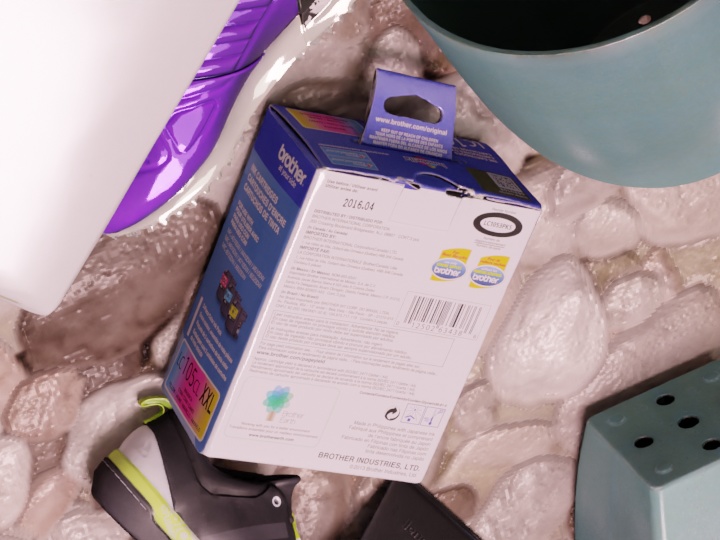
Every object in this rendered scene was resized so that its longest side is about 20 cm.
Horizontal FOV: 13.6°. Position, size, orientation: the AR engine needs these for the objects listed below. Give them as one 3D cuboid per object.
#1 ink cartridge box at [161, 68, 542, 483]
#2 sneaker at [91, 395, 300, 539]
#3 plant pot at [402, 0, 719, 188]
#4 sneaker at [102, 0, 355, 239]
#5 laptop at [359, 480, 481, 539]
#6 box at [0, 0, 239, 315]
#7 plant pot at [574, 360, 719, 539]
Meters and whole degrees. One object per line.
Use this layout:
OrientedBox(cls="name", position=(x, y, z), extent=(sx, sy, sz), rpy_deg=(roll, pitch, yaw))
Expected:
OrientedBox(cls="ink cartridge box", position=(0.000, 0.000, 1.520), extent=(0.136, 0.076, 0.200), rpy_deg=(10, 116, -31))
OrientedBox(cls="sneaker", position=(-0.050, 0.145, 1.560), extent=(0.200, 0.072, 0.083), rpy_deg=(45, 82, -14))
OrientedBox(cls="plant pot", position=(0.130, -0.134, 1.435), extent=(0.200, 0.201, 0.161), rpy_deg=(-35, 139, -3))
OrientedBox(cls="sneaker", position=(-0.085, -0.113, 1.420), extent=(0.099, 0.070, 0.200), rpy_deg=(36, 95, -31))
OrientedBox(cls="laptop", position=(-0.008, 0.238, 1.707), extent=(0.200, 0.116, 0.187), rpy_deg=(-24, 133, 26))
OrientedBox(cls="box", position=(-0.186, -0.126, 1.289), extent=(0.200, 0.171, 0.199), rpy_deg=(22, 108, -35))
OrientedBox(cls="plant pot", position=(0.203, 0.164, 1.691), extent=(0.141, 0.141, 0.201), rpy_deg=(-23, 120, -12))
